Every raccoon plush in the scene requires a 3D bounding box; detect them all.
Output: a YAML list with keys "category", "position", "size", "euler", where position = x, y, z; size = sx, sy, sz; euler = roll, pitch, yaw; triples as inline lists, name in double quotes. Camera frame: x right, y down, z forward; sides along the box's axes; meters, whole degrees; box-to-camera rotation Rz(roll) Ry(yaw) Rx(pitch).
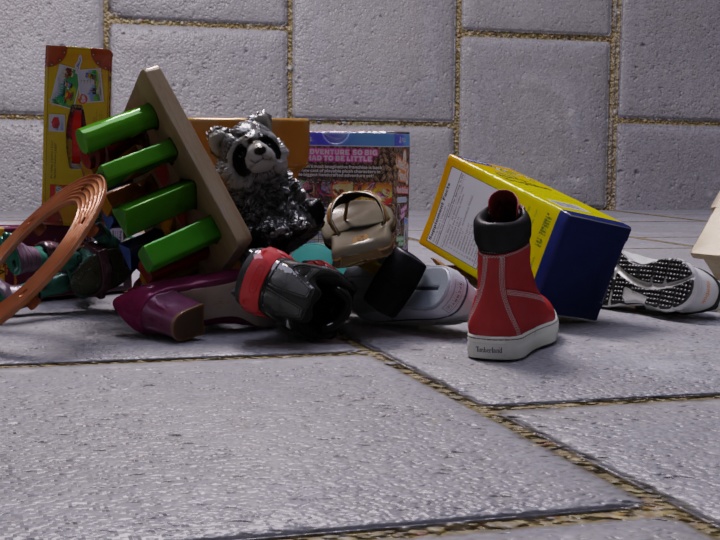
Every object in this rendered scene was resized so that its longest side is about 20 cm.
- category: "raccoon plush"
  position: [-0.123, -0.070, 1.292]
  size: [0.096, 0.135, 0.200]
  euler: [-21, -12, -38]

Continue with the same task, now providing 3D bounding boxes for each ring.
- category: "ring"
  position: [-0.305, -0.010, 1.165]
  size: [0.019, 0.201, 0.200]
  euler: [46, -17, -26]

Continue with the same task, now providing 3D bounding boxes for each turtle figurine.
- category: "turtle figurine"
  position: [-0.301, -0.016, 1.359]
  size: [0.100, 0.151, 0.199]
  euler: [33, 34, 33]

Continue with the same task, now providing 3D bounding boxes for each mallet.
- category: "mallet"
  position: [0.000, 0.000, 1.295]
  size: [0.041, 0.066, 0.199]
  euler: [32, -6, -27]

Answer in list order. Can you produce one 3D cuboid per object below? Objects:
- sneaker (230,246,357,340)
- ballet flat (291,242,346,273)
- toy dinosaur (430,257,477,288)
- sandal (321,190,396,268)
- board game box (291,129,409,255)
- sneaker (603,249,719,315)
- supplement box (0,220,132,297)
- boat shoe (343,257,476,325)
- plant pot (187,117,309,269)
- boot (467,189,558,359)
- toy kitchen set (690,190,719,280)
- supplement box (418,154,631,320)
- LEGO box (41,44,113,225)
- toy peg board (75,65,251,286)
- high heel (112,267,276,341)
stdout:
- category: "sneaker"
  position: [-0.042, 0.029, 1.210]
  size: [0.097, 0.072, 0.200]
  euler: [23, 2, 22]
- category: "ballet flat"
  position: [-0.017, 0.009, 1.509]
  size: [0.065, 0.071, 0.199]
  euler: [28, -7, -32]
- category: "toy dinosaur"
  position: [0.118, 0.014, 1.413]
  size: [0.198, 0.061, 0.106]
  euler: [6, 6, 39]
- category: "sandal"
  position: [-0.006, -0.051, 1.260]
  size: [0.079, 0.055, 0.200]
  euler: [-18, 14, 2]
- category: "board game box"
  position: [-0.022, -0.081, 1.625]
  size: [0.157, 0.203, 0.097]
  euler: [3, 6, 13]
- category: "sneaker"
  position: [0.332, 0.018, 1.440]
  size: [0.079, 0.075, 0.199]
  euler: [14, 2, -32]
- category: "supplement box"
  position: [-0.381, -0.015, 1.490]
  size: [0.109, 0.087, 0.199]
  euler: [5, 7, 39]
- category: "boat shoe"
  position: [0.052, 0.030, 1.291]
  size: [0.066, 0.074, 0.199]
  euler: [29, -9, -32]
- category: "plant pot"
  position: [-0.157, -0.082, 1.436]
  size: [0.197, 0.186, 0.200]
  euler: [0, 7, 0]
- category: "boot"
  position: [0.145, -0.003, 1.169]
  size: [0.071, 0.147, 0.200]
  euler: [2, 5, 17]
- category: "toy kitchen set"
  position: [0.568, -0.041, 1.606]
  size: [0.179, 0.201, 0.163]
  euler: [8, -32, 51]
- category: "supplement box"
  position: [0.176, -0.038, 1.369]
  size: [0.109, 0.110, 0.199]
  euler: [8, 17, -41]
- category: "LEGO box"
  position: [-0.335, -0.159, 1.485]
  size: [0.076, 0.203, 0.149]
  euler: [2, 6, -12]
- category: "toy peg board"
  position: [-0.222, -0.063, 1.267]
  size: [0.097, 0.202, 0.199]
  euler: [-24, -10, -29]
- category: "high heel"
  position: [-0.146, 0.020, 1.244]
  size: [0.095, 0.068, 0.199]
  euler: [19, 19, 36]
